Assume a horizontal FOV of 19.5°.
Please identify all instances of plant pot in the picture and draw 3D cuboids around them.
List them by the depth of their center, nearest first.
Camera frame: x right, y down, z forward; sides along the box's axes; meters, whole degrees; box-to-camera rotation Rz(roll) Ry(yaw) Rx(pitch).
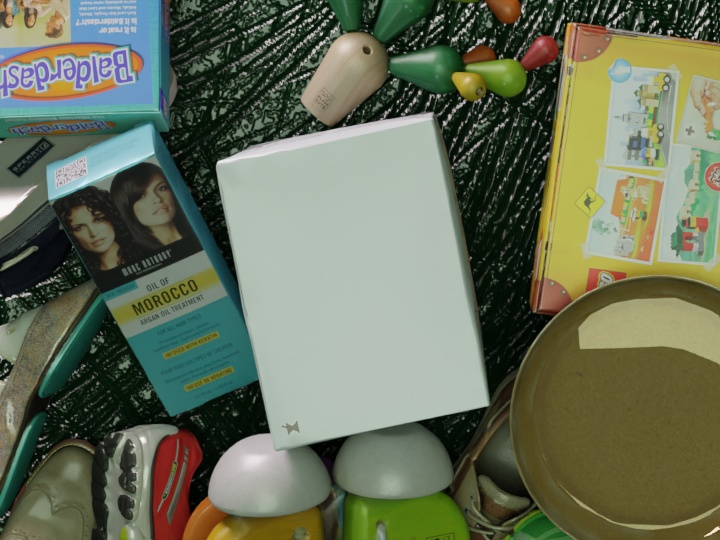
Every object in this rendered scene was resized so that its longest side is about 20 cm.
[{"bbox_3d":[0.200,0.099,1.429,0.198,0.028,0.202,0,102,2],"label":"plant pot"}]

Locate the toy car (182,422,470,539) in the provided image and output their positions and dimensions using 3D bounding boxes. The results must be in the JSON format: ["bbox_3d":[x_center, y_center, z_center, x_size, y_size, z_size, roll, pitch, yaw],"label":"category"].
[{"bbox_3d":[-0.028,0.188,1.450,0.198,0.150,0.177,-6,104,-18],"label":"toy car"}]

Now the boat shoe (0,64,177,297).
[{"bbox_3d":[-0.208,-0.068,1.486,0.199,0.093,0.075,-38,61,-18],"label":"boat shoe"}]

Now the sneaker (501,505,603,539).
[{"bbox_3d":[0.184,0.232,1.464,0.199,0.084,0.074,35,91,-19],"label":"sneaker"}]

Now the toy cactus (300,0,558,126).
[{"bbox_3d":[0.023,-0.168,1.456,0.200,0.102,0.165,39,103,-9],"label":"toy cactus"}]

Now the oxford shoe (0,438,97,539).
[{"bbox_3d":[-0.236,0.219,1.503,0.070,0.075,0.202,22,95,1],"label":"oxford shoe"}]

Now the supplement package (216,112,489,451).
[{"bbox_3d":[0.000,0.000,1.412,0.145,0.200,0.193,-11,95,3],"label":"supplement package"}]

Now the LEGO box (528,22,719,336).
[{"bbox_3d":[0.204,-0.063,1.459,0.147,0.077,0.202,8,96,1],"label":"LEGO box"}]

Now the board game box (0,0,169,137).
[{"bbox_3d":[-0.208,-0.194,1.450,0.150,0.045,0.202,-1,75,3],"label":"board game box"}]

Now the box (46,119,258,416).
[{"bbox_3d":[-0.138,0.001,1.448,0.082,0.049,0.201,-23,123,5],"label":"box"}]

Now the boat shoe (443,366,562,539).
[{"bbox_3d":[0.092,0.161,1.486,0.075,0.072,0.202,21,96,0],"label":"boat shoe"}]

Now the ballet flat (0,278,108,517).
[{"bbox_3d":[-0.247,0.081,1.498,0.067,0.068,0.201,28,94,7],"label":"ballet flat"}]

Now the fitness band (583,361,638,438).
[{"bbox_3d":[0.241,0.138,1.477,0.143,0.037,0.201,-35,104,11],"label":"fitness band"}]

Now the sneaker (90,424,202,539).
[{"bbox_3d":[-0.146,0.207,1.503,0.084,0.077,0.202,-5,112,-35],"label":"sneaker"}]
